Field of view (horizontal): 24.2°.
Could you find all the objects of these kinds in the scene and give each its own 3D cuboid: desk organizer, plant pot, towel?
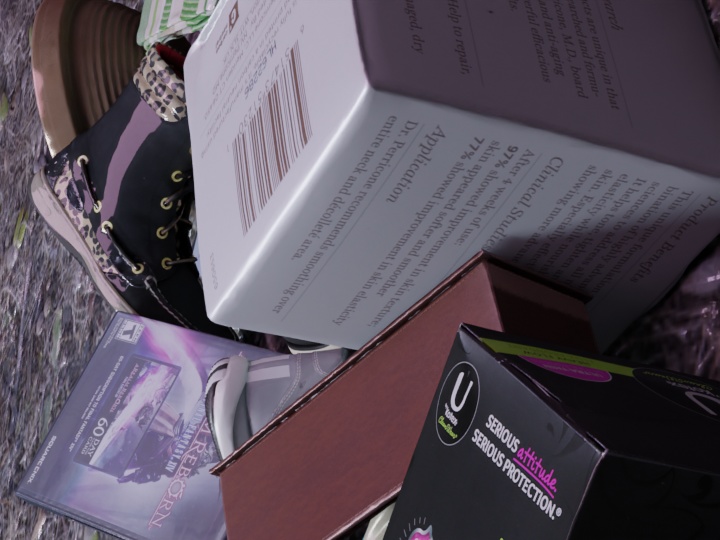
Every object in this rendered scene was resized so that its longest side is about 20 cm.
[{"bbox_3d":[0.021,0.084,0.768,0.200,0.072,0.077,-40,45,33],"label":"desk organizer"},{"bbox_3d":[-0.175,-0.131,1.323,0.201,0.092,0.201,-14,-90,-78],"label":"plant pot"},{"bbox_3d":[-0.110,-0.234,1.180,0.200,0.023,0.153,178,104,-68],"label":"towel"}]

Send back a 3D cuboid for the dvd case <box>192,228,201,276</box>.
[{"bbox_3d":[-0.071,-0.053,1.210,0.200,0.018,0.143,18,96,64],"label":"dvd case"}]

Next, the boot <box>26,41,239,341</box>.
[{"bbox_3d":[-0.128,-0.045,1.181,0.204,0.073,0.154,47,109,15],"label":"boot"}]

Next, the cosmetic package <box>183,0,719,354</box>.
[{"bbox_3d":[0.043,-0.069,0.778,0.167,0.200,0.167,-52,36,41],"label":"cosmetic package"}]

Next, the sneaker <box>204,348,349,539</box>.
[{"bbox_3d":[-0.009,0.133,0.941,0.075,0.115,0.200,-90,-14,-66],"label":"sneaker"}]

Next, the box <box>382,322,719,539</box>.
[{"bbox_3d":[0.090,0.144,0.647,0.124,0.148,0.200,44,118,61],"label":"box"}]

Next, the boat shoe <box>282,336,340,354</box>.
[{"bbox_3d":[0.001,-0.002,0.967,0.201,0.063,0.074,-27,26,56],"label":"boat shoe"}]

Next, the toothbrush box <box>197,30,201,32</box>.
[{"bbox_3d":[-0.033,-0.234,1.136,0.146,0.085,0.200,43,117,61],"label":"toothbrush box"}]

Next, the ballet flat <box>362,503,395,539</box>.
[{"bbox_3d":[0.043,0.109,0.869,0.069,0.069,0.201,18,97,64],"label":"ballet flat"}]

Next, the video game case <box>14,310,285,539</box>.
[{"bbox_3d":[-0.124,0.105,1.066,0.200,0.019,0.143,11,66,44],"label":"video game case"}]
